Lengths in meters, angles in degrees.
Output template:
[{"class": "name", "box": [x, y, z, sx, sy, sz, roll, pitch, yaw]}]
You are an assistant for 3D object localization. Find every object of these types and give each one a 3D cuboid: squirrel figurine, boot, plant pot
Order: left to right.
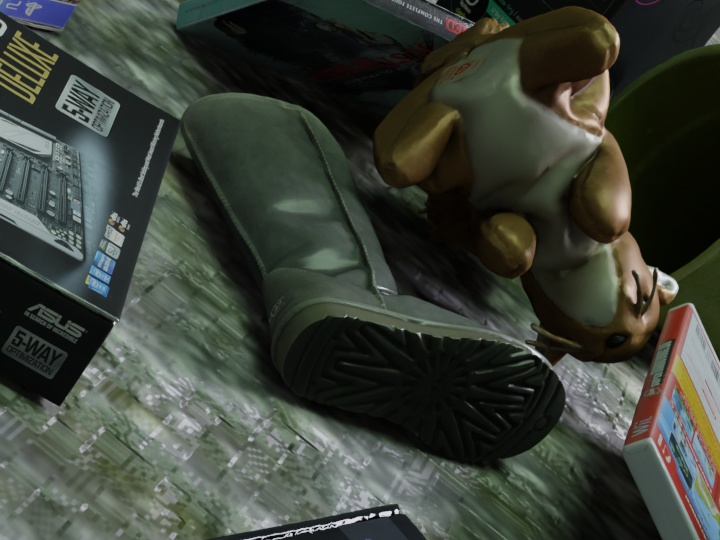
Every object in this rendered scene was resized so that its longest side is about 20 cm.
[{"class": "boot", "box": [0.002, -0.001, 0.863, 0.181, 0.073, 0.200, 25, 19, -32]}, {"class": "squirrel figurine", "box": [0.103, -0.042, 0.954, 0.187, 0.141, 0.200, 55, 2, -19]}, {"class": "plant pot", "box": [0.253, -0.014, 1.125, 0.190, 0.200, 0.201, 39, 19, -31]}]

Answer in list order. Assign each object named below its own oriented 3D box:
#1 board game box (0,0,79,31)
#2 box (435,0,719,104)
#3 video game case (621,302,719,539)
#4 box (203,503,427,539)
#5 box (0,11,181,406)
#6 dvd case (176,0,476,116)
[{"class": "board game box", "box": [-0.181, -0.260, 0.888, 0.096, 0.200, 0.160, 5, 40, -54]}, {"class": "box", "box": [0.142, -0.165, 1.186, 0.148, 0.201, 0.124, 3, 40, -54]}, {"class": "video game case", "box": [0.185, 0.113, 0.878, 0.144, 0.017, 0.200, 64, 22, -9]}, {"class": "box", "box": [0.007, 0.173, 0.552, 0.200, 0.050, 0.198, 49, 24, 26]}, {"class": "box", "box": [-0.165, -0.048, 0.709, 0.157, 0.050, 0.200, 32, 24, -13]}, {"class": "dvd case", "box": [0.006, -0.139, 1.047, 0.199, 0.145, 0.022, 17, 74, -40]}]
